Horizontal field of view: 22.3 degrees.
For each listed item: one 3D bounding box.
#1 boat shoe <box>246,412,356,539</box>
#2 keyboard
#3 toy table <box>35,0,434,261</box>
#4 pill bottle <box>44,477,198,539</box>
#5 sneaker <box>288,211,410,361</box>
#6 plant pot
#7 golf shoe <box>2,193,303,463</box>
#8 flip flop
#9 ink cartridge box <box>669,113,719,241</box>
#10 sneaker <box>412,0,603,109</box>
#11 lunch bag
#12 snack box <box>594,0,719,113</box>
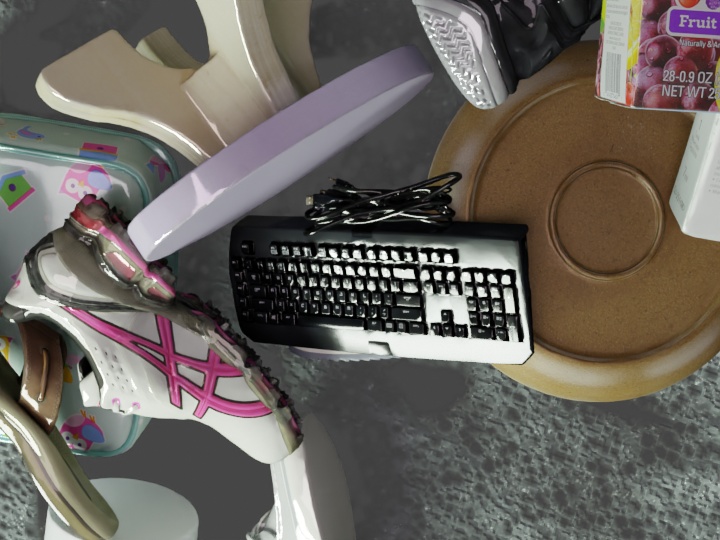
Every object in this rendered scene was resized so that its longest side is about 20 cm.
[{"bbox_3d":[-0.038,0.184,1.140,0.068,0.072,0.202,-6,115,15],"label":"boat shoe"},{"bbox_3d":[0.000,0.000,1.006,0.199,0.040,0.105,2,104,34],"label":"keyboard"},{"bbox_3d":[-0.069,-0.103,1.001,0.118,0.200,0.184,54,142,3],"label":"toy table"},{"bbox_3d":[-0.160,0.241,1.156,0.115,0.116,0.202,13,110,9],"label":"pill bottle"},{"bbox_3d":[0.045,0.002,1.054,0.198,0.070,0.083,-6,108,14],"label":"sneaker"},{"bbox_3d":[0.134,-0.028,1.006,0.198,0.027,0.202,0,90,-4],"label":"plant pot"},{"bbox_3d":[-0.116,0.050,1.044,0.092,0.073,0.200,-45,114,-1],"label":"golf shoe"},{"bbox_3d":[-0.187,0.067,1.051,0.057,0.081,0.201,-30,105,0],"label":"flip flop"},{"bbox_3d":[0.279,-0.086,0.946,0.198,0.044,0.175,9,117,-7],"label":"ink cartridge box"},{"bbox_3d":[0.060,-0.189,0.892,0.113,0.076,0.201,-25,98,6],"label":"sneaker"},{"bbox_3d":[-0.185,0.012,1.108,0.159,0.077,0.202,7,111,6],"label":"lunch bag"},{"bbox_3d":[0.202,-0.172,0.838,0.167,0.068,0.202,1,98,-10],"label":"snack box"}]
